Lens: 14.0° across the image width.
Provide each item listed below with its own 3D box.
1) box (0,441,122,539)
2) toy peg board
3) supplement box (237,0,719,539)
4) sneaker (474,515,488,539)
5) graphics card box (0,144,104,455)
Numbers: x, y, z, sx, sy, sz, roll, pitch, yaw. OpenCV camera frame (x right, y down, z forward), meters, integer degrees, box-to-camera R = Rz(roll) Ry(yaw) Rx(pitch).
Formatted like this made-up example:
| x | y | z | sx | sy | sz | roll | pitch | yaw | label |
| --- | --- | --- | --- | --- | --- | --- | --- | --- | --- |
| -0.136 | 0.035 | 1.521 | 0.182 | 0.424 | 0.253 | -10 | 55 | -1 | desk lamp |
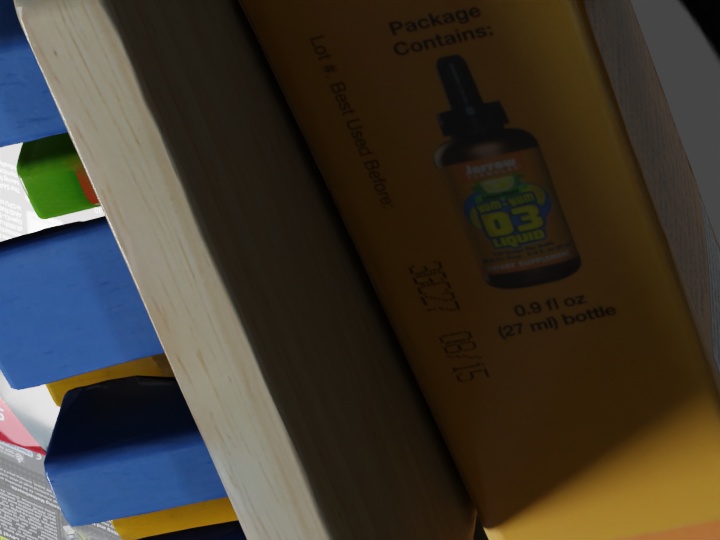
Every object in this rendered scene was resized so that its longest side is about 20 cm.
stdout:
| x | y | z | sx | sy | sz | roll | pitch | yaw | label |
| --- | --- | --- | --- | --- | --- | --- | --- | --- | --- |
| -0.070 | 0.115 | 1.066 | 0.199 | 0.044 | 0.161 | 21 | 137 | 21 | box |
| -0.048 | -0.018 | 0.636 | 0.200 | 0.097 | 0.201 | -79 | -28 | -55 | toy peg board |
| 0.036 | -0.016 | 0.629 | 0.069 | 0.066 | 0.200 | -87 | -21 | -44 | supplement box |
| 0.008 | 0.106 | 0.800 | 0.201 | 0.099 | 0.071 | 63 | 176 | -29 | sneaker |
| -0.073 | -0.036 | 0.802 | 0.125 | 0.051 | 0.201 | 17 | 129 | 24 | graphics card box |
